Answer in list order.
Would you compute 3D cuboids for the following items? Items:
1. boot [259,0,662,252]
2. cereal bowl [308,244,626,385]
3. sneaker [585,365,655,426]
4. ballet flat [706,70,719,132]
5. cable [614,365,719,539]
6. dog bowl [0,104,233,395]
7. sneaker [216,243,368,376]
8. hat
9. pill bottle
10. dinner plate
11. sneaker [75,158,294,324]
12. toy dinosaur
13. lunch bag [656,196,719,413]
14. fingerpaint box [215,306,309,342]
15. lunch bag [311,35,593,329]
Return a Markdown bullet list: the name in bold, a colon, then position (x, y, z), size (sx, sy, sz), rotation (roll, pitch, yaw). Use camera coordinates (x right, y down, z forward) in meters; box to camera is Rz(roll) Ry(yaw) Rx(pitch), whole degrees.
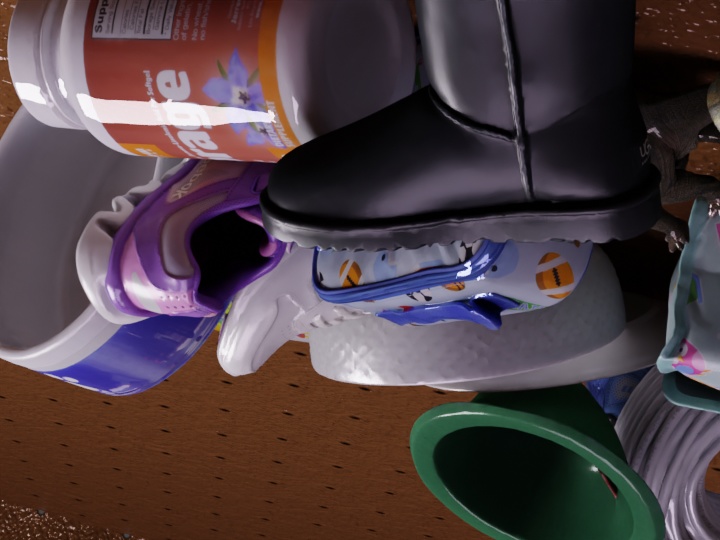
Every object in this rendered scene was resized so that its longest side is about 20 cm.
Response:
- **boot**: position (0.037, -0.098, 1.053), size (0.199, 0.076, 0.169), rotation (0, 115, 22)
- **cereal bowl**: position (0.062, 0.007, 1.446), size (0.198, 0.084, 0.200), rotation (-8, -171, 1)
- **sneaker**: position (0.218, 0.092, 1.627), size (0.199, 0.090, 0.078), rotation (14, 171, -43)
- **ballet flat**: position (0.219, -0.057, 1.158), size (0.070, 0.071, 0.200), rotation (7, 165, 27)
- **cable**: position (0.260, 0.130, 1.559), size (0.198, 0.201, 0.069), rotation (-8, -153, -16)
- **dog bowl**: position (-0.146, -0.031, 1.372), size (0.079, 0.202, 0.199), rotation (25, 162, -37)
- **sneaker**: position (0.000, 0.000, 1.338), size (0.100, 0.200, 0.075), rotation (47, -169, 7)
- **hat**: position (0.134, 0.074, 1.509), size (0.199, 0.177, 0.166), rotation (2, 140, 37)
- **pill bottle**: position (-0.080, -0.113, 1.195), size (0.199, 0.113, 0.112), rotation (4, 161, 34)
- **dinner plate**: position (0.126, 0.040, 1.507), size (0.198, 0.024, 0.200), rotation (-8, -169, 1)
- **sneaker**: position (-0.059, -0.044, 1.254), size (0.088, 0.200, 0.081), rotation (13, 144, 46)
- **toy dinosaur**: position (0.146, -0.061, 1.227), size (0.102, 0.078, 0.200), rotation (15, 169, -23)
- **lunch bag**: position (0.263, 0.033, 1.361), size (0.169, 0.123, 0.200), rotation (12, 174, 9)
- **fingerpaint box**: position (-0.071, -0.017, 1.582), size (0.166, 0.074, 0.200), rotation (6, 162, 32)
- **lunch bag**: position (0.053, -0.047, 1.205), size (0.075, 0.161, 0.200), rotation (22, 163, -26)
